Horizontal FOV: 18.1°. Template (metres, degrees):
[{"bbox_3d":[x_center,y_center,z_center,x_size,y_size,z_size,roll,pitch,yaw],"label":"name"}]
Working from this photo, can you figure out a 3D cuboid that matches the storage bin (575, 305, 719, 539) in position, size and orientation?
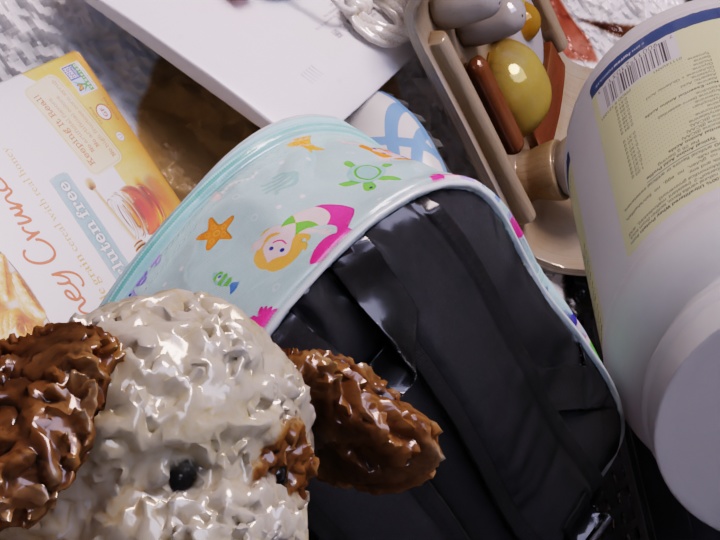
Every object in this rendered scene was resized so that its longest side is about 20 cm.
[{"bbox_3d":[0.140,0.123,0.992,0.135,0.094,0.201,12,55,-37],"label":"storage bin"}]

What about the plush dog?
[{"bbox_3d":[-0.064,0.090,0.651,0.200,0.160,0.173,3,104,-52],"label":"plush dog"}]

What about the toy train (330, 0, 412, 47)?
[{"bbox_3d":[-0.028,-0.194,1.046,0.150,0.056,0.201,11,41,-24],"label":"toy train"}]

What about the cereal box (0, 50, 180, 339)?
[{"bbox_3d":[-0.141,0.011,0.850,0.144,0.039,0.200,55,41,1],"label":"cereal box"}]

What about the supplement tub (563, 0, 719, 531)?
[{"bbox_3d":[0.161,-0.003,0.894,0.145,0.145,0.200,31,29,-23],"label":"supplement tub"}]

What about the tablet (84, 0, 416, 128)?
[{"bbox_3d":[-0.033,-0.130,1.026,0.130,0.014,0.200,36,36,6],"label":"tablet"}]

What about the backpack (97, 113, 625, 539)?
[{"bbox_3d":[-0.012,0.045,0.803,0.178,0.150,0.200,-49,143,-15],"label":"backpack"}]

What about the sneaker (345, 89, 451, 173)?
[{"bbox_3d":[0.000,0.000,0.966,0.072,0.072,0.201,13,51,-26],"label":"sneaker"}]

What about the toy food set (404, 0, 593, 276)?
[{"bbox_3d":[0.087,-0.114,1.077,0.144,0.060,0.200,-76,148,-41],"label":"toy food set"}]
